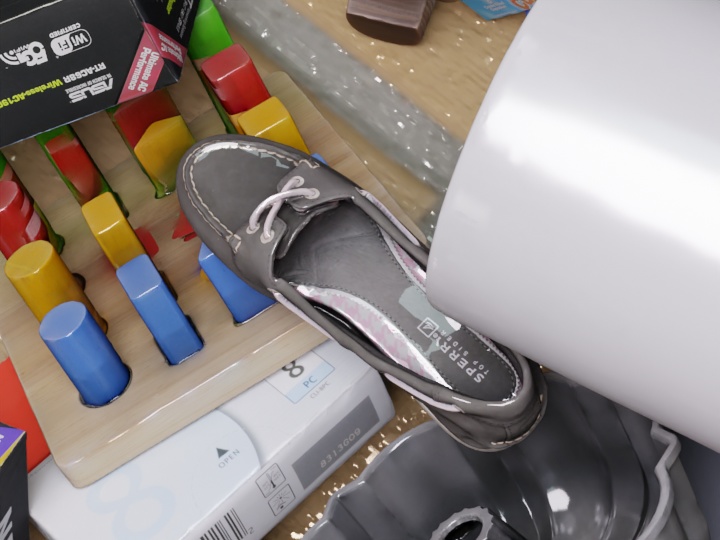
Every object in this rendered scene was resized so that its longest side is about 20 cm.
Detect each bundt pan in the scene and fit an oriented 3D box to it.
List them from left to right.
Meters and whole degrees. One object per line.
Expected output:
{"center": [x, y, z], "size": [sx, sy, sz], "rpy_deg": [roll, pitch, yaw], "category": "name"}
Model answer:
{"center": [0.060, 0.137, 0.751], "size": [0.202, 0.202, 0.076], "rpy_deg": [-38, 113, -6], "category": "bundt pan"}

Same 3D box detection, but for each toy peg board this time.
{"center": [-0.101, -0.031, 0.866], "size": [0.200, 0.098, 0.199], "rpy_deg": [-32, 38, -4], "category": "toy peg board"}

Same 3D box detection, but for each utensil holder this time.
{"center": [0.147, -0.013, 0.679], "size": [0.200, 0.170, 0.170], "rpy_deg": [24, 78, 13], "category": "utensil holder"}

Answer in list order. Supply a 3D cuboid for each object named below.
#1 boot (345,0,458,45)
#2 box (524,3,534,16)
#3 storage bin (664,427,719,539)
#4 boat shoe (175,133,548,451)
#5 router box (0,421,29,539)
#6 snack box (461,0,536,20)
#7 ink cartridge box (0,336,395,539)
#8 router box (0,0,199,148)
{"center": [0.030, -0.211, 0.901], "size": [0.074, 0.200, 0.155], "rpy_deg": [14, 84, -4], "category": "boot"}
{"center": [0.149, -0.059, 0.897], "size": [0.048, 0.122, 0.200], "rpy_deg": [6, 71, -38], "category": "box"}
{"center": [0.189, 0.119, 0.802], "size": [0.145, 0.200, 0.134], "rpy_deg": [5, 57, -41], "category": "storage bin"}
{"center": [0.000, 0.000, 0.762], "size": [0.200, 0.057, 0.067], "rpy_deg": [39, 78, 12], "category": "boat shoe"}
{"center": [-0.236, 0.125, 0.833], "size": [0.157, 0.200, 0.052], "rpy_deg": [19, 47, 9], "category": "router box"}
{"center": [0.129, -0.198, 0.900], "size": [0.037, 0.200, 0.116], "rpy_deg": [32, 74, -25], "category": "snack box"}
{"center": [-0.106, 0.062, 0.867], "size": [0.160, 0.047, 0.200], "rpy_deg": [-42, 51, -16], "category": "ink cartridge box"}
{"center": [-0.158, -0.139, 0.895], "size": [0.150, 0.062, 0.200], "rpy_deg": [-18, 31, 15], "category": "router box"}
